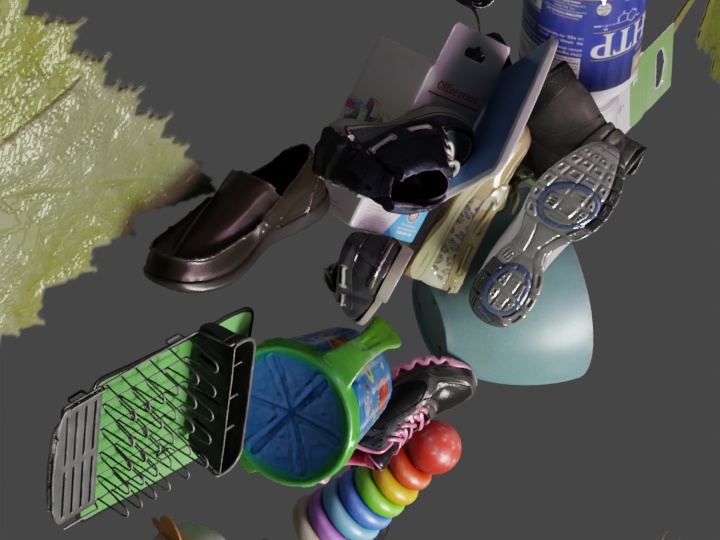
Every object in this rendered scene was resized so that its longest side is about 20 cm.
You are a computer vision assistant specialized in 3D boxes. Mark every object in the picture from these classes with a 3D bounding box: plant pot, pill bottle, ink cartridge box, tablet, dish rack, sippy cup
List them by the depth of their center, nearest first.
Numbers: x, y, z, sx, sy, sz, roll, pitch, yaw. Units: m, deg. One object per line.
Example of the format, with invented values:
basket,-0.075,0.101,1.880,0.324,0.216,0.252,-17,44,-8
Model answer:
dish rack,-0.180,0.138,1.520,0.200,0.054,0.154,-29,140,-41
tablet,0.118,-0.128,1.578,0.131,0.014,0.200,-66,-170,-11
ink cartridge box,0.042,-0.134,1.597,0.115,0.068,0.201,13,108,-59
sippy cup,-0.038,0.114,1.653,0.130,0.177,0.141,-28,111,-60
pill bottle,0.212,-0.230,1.715,0.120,0.119,0.201,-38,146,-32
plant pot,0.130,0.030,1.798,0.134,0.201,0.201,-16,137,-15
ink cartridge box,0.248,-0.179,1.880,0.200,0.059,0.104,-44,149,-23

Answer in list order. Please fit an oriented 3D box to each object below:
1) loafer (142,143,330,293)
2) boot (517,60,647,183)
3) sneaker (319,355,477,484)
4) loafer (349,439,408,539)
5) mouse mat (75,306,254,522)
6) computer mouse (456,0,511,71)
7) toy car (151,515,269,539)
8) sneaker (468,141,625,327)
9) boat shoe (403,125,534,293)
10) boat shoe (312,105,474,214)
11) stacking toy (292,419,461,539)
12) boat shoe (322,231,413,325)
loafer,-0.104,-0.049,1.465,0.200,0.073,0.072,-37,136,-42
boot,0.168,-0.094,1.700,0.200,0.131,0.068,-39,180,39
sneaker,0.026,0.152,1.746,0.199,0.096,0.079,-19,141,-2
loafer,0.025,0.210,1.904,0.070,0.068,0.202,-22,132,-34
mouse mat,-0.172,0.127,1.584,0.200,0.008,0.162,-27,139,-45
computer mouse,0.105,-0.221,1.658,0.058,0.034,0.201,-27,138,-11
toy car,-0.142,0.310,1.662,0.184,0.177,0.201,-35,133,-15
sneaker,0.168,-0.042,1.656,0.200,0.074,0.087,-50,-172,14
boat shoe,0.110,-0.062,1.673,0.200,0.062,0.074,-55,-167,37
boat shoe,0.054,-0.086,1.500,0.199,0.093,0.075,-13,128,-49
stacking toy,0.025,0.219,1.819,0.200,0.086,0.085,-40,159,25
boat shoe,0.000,0.000,1.639,0.073,0.062,0.200,-62,-177,-12
